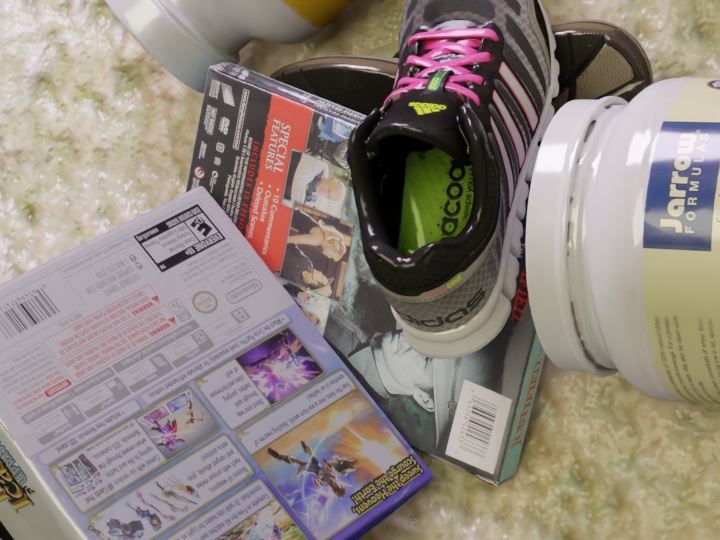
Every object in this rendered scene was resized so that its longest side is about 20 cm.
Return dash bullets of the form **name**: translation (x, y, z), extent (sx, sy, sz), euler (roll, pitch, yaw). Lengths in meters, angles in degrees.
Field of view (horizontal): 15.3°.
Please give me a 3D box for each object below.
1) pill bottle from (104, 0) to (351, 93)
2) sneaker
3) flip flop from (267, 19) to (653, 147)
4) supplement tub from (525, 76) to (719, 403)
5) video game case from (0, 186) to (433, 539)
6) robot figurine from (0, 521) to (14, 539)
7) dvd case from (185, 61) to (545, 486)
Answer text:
- **pill bottle**: translation (-0.031, -0.183, 1.312), extent (0.200, 0.112, 0.112), euler (-42, 66, 11)
- **sneaker**: translation (0.039, -0.066, 1.185), extent (0.074, 0.087, 0.200), euler (1, 72, 20)
- **flip flop**: translation (0.047, -0.083, 1.285), extent (0.200, 0.058, 0.081), euler (-12, 112, 24)
- **supplement tub**: translation (0.185, -0.012, 1.161), extent (0.200, 0.145, 0.145), euler (2, 80, 24)
- **video game case**: translation (-0.086, 0.071, 1.215), extent (0.181, 0.200, 0.045), euler (51, 130, 8)
- **robot figurine**: translation (-0.168, 0.086, 1.307), extent (0.200, 0.125, 0.150), euler (12, 82, 24)
- **dvd case**: translation (0.000, 0.000, 1.277), extent (0.200, 0.022, 0.146), euler (23, 113, 26)
